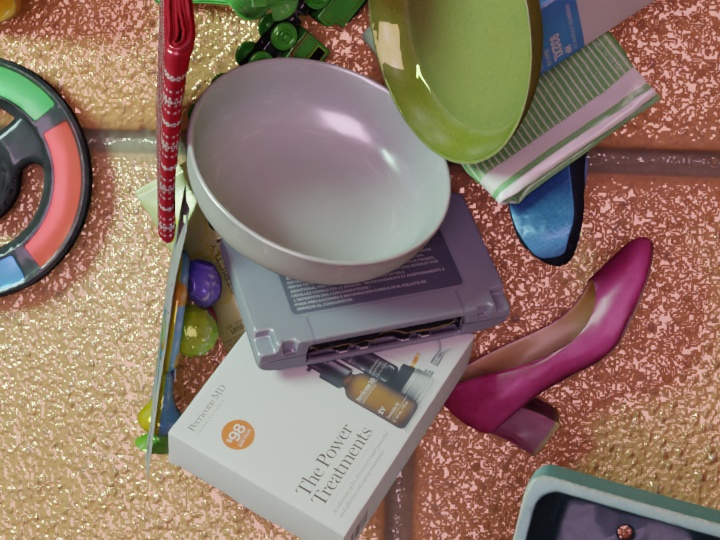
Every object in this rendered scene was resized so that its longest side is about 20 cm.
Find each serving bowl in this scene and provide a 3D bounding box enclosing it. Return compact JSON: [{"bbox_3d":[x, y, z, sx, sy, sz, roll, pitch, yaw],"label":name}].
[{"bbox_3d":[-0.037,-0.064,1.079,0.200,0.200,0.066,30,138,3],"label":"serving bowl"}]

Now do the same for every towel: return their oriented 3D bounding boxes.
[{"bbox_3d":[0.111,-0.159,1.103,0.152,0.023,0.200,-36,63,4],"label":"towel"},{"bbox_3d":[-0.138,-0.138,1.071,0.022,0.200,0.145,1,50,-9],"label":"towel"}]

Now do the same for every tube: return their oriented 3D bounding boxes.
[{"bbox_3d":[-0.109,0.007,1.168,0.058,0.052,0.201,-25,87,-24],"label":"tube"}]

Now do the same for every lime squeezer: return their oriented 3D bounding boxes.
[{"bbox_3d":[-0.090,-0.205,1.112,0.070,0.200,0.038,-25,112,-22],"label":"lime squeezer"}]

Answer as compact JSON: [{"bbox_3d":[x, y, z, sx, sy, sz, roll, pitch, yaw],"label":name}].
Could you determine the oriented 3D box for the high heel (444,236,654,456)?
[{"bbox_3d":[0.145,0.045,1.130,0.096,0.067,0.201,30,99,-7],"label":"high heel"}]

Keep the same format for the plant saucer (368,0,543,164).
[{"bbox_3d":[0.070,-0.177,1.032,0.031,0.200,0.201,-16,92,-27],"label":"plant saucer"}]

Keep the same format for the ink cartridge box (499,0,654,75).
[{"bbox_3d":[0.167,-0.261,1.068,0.200,0.084,0.145,-33,60,-1],"label":"ink cartridge box"}]

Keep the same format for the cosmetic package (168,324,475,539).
[{"bbox_3d":[-0.027,0.095,1.086,0.150,0.052,0.200,27,56,14],"label":"cosmetic package"}]

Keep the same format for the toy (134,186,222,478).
[{"bbox_3d":[-0.135,0.049,1.125,0.047,0.115,0.201,11,107,-12],"label":"toy"}]

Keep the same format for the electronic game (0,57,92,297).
[{"bbox_3d":[-0.317,-0.076,1.187,0.199,0.042,0.201,0,93,6],"label":"electronic game"}]

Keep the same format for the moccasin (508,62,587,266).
[{"bbox_3d":[0.137,-0.098,1.122,0.080,0.068,0.201,0,70,19],"label":"moccasin"}]

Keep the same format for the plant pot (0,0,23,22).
[{"bbox_3d":[-0.336,-0.312,1.112,0.199,0.200,0.184,11,79,5],"label":"plant pot"}]

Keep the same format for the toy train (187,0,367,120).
[{"bbox_3d":[-0.060,-0.172,1.149,0.056,0.042,0.200,36,95,-35],"label":"toy train"}]

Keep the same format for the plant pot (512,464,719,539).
[{"bbox_3d":[0.195,0.249,1.073,0.195,0.200,0.197,15,95,5],"label":"plant pot"}]

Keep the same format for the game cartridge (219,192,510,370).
[{"bbox_3d":[0.000,0.000,1.106,0.199,0.041,0.134,-9,58,-16],"label":"game cartridge"}]
